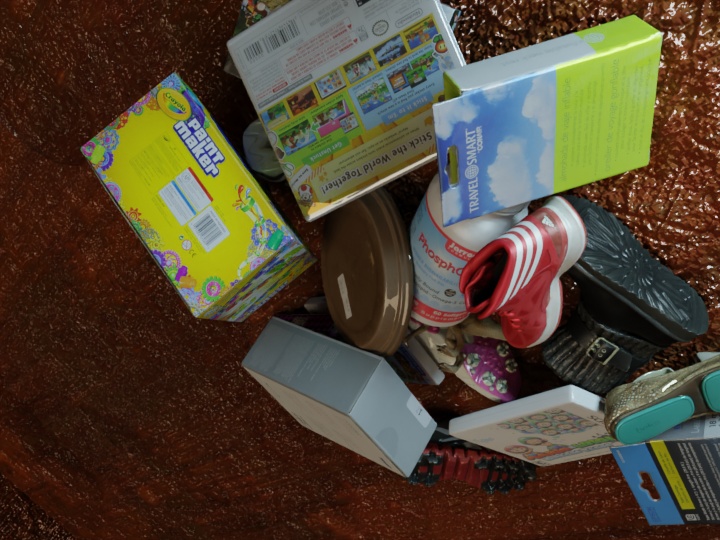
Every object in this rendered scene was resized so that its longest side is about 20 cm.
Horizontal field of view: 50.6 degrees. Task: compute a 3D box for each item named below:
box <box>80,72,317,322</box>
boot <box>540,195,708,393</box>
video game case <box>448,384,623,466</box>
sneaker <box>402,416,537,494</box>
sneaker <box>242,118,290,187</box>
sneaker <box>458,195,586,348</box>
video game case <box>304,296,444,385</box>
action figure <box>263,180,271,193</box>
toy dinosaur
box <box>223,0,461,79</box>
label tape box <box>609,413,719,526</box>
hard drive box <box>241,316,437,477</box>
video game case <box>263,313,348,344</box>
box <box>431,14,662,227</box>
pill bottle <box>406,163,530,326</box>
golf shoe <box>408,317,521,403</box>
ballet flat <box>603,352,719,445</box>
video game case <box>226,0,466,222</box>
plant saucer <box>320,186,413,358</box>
[{"bbox_3d":[-0.159,-0.064,0.807,0.202,0.121,0.193,53,180,6],"label":"box"},{"bbox_3d":[0.233,0.035,0.793,0.210,0.080,0.158,40,140,-5],"label":"boot"},{"bbox_3d":[0.237,0.195,0.926,0.179,0.024,0.198,24,147,-30],"label":"video game case"},{"bbox_3d":[0.149,0.253,1.069,0.194,0.099,0.072,7,125,-3],"label":"sneaker"},{"bbox_3d":[-0.018,-0.135,0.819,0.194,0.130,0.081,-20,81,6],"label":"sneaker"},{"bbox_3d":[0.135,0.021,0.727,0.079,0.113,0.203,53,157,35],"label":"sneaker"},{"bbox_3d":[0.012,0.089,0.995,0.144,0.018,0.199,52,156,-14],"label":"video game case"},{"bbox_3d":[-0.153,-0.062,0.952,0.116,0.103,0.203,-8,126,30],"label":"action figure"},{"bbox_3d":[0.113,0.059,0.871,0.196,0.103,0.058,28,153,-2],"label":"toy dinosaur"},{"bbox_3d":[-0.021,-0.215,0.718,0.196,0.038,0.139,26,110,10],"label":"box"},{"bbox_3d":[0.400,0.214,0.849,0.196,0.064,0.146,-14,120,37],"label":"label tape box"},{"bbox_3d":[-0.027,0.152,0.930,0.197,0.078,0.157,16,153,43],"label":"hard drive box"},{"bbox_3d":[-0.032,0.137,1.068,0.183,0.036,0.198,52,153,-20],"label":"video game case"},{"bbox_3d":[0.149,-0.122,0.638,0.195,0.048,0.124,-17,129,-6],"label":"box"},{"bbox_3d":[0.106,-0.040,0.787,0.107,0.110,0.202,30,140,5],"label":"pill bottle"},{"bbox_3d":[0.113,0.090,0.946,0.200,0.075,0.092,43,150,1],"label":"golf shoe"},{"bbox_3d":[0.345,0.118,0.794,0.195,0.066,0.072,-19,121,11],"label":"ballet flat"},{"bbox_3d":[-0.004,-0.168,0.691,0.196,0.023,0.186,-23,95,21],"label":"video game case"},{"bbox_3d":[0.000,0.000,0.863,0.199,0.029,0.206,25,118,60],"label":"plant saucer"}]
